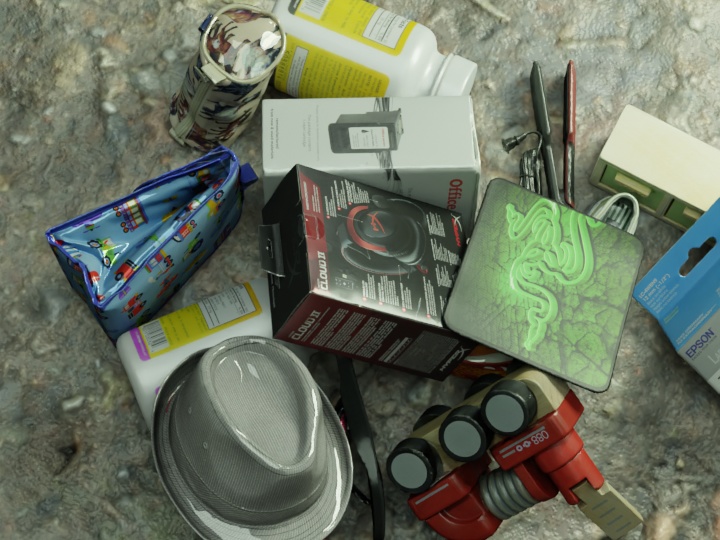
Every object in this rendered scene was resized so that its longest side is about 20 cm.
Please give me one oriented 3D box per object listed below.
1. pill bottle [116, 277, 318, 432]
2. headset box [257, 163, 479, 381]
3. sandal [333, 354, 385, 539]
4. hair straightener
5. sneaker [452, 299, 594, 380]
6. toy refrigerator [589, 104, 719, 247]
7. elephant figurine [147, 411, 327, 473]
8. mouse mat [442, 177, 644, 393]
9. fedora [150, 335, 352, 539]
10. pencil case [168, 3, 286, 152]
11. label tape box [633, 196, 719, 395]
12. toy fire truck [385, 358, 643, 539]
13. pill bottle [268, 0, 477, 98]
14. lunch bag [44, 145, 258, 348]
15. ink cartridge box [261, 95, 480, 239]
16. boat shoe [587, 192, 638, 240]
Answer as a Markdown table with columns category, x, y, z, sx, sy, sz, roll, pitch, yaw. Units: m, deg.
| category | x | y | z | sx | sy | sz | roll | pitch | yaw |
| --- | --- | --- | --- | --- | --- | --- | --- | --- | --- |
| pill bottle | -0.118 | 0.072 | 1.684 | 0.198 | 0.104 | 0.105 | -22 | 75 | -7 |
| headset box | 0.000 | 0.000 | 1.624 | 0.198 | 0.075 | 0.150 | 15 | 47 | -27 |
| sandal | -0.013 | 0.149 | 1.658 | 0.045 | 0.075 | 0.202 | -14 | 99 | -3 |
| hair straightener | 0.173 | -0.109 | 1.782 | 0.076 | 0.041 | 0.202 | 1 | 78 | 0 |
| sneaker | 0.128 | 0.059 | 1.696 | 0.198 | 0.073 | 0.078 | -1 | 68 | 20 |
| toy refrigerator | 0.324 | -0.074 | 1.750 | 0.199 | 0.076 | 0.070 | 29 | 75 | 6 |
| elephant figurine | -0.107 | 0.243 | 1.637 | 0.141 | 0.155 | 0.202 | -7 | 82 | -44 |
| mouse mat | 0.168 | 0.010 | 1.644 | 0.160 | 0.008 | 0.201 | 23 | 47 | -1 |
| fedora | -0.086 | 0.135 | 1.551 | 0.175 | 0.091 | 0.201 | -9 | 60 | -22 |
| pencil case | -0.131 | -0.177 | 1.716 | 0.089 | 0.200 | 0.078 | -31 | 83 | -22 |
| label tape box | 0.365 | 0.045 | 1.680 | 0.200 | 0.066 | 0.143 | 43 | 105 | 1 |
| toy fire truck | 0.151 | 0.191 | 1.646 | 0.175 | 0.129 | 0.201 | -34 | 94 | 30 |
| pill bottle | 0.007 | -0.198 | 1.762 | 0.198 | 0.111 | 0.112 | 23 | 74 | 6 |
| lunch bag | -0.177 | -0.034 | 1.690 | 0.199 | 0.151 | 0.094 | -36 | 77 | -11 |
| ink cartridge box | 0.008 | -0.091 | 1.710 | 0.198 | 0.146 | 0.084 | -1 | 63 | -2 |
| boat shoe | 0.206 | 0.012 | 1.729 | 0.071 | 0.062 | 0.201 | 24 | 75 | 6 |
